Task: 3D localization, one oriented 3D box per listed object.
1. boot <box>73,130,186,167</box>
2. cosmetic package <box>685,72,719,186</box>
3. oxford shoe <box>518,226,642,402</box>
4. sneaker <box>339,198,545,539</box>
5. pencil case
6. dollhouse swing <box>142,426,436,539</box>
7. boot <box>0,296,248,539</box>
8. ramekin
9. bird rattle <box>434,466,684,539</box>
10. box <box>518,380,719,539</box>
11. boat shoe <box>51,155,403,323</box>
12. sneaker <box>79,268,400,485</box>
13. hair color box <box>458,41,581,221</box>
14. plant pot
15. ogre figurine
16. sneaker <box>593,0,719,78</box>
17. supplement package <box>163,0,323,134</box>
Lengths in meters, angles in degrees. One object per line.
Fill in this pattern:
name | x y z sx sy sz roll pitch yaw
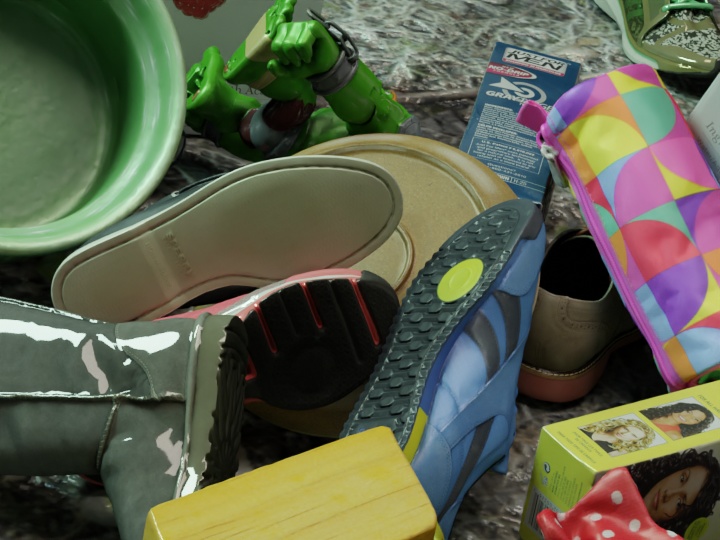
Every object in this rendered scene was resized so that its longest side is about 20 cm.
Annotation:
boot | -0.201 -0.076 1.594 0.200 0.073 0.090 -24 47 -40
cosmetic package | 0.290 -0.044 1.534 0.167 0.200 0.167 -14 60 -35
oxford shoe | 0.142 0.004 1.570 0.070 0.075 0.200 17 30 12
sneaker | 0.055 0.056 1.395 0.066 0.078 0.201 -7 48 49
pencil case | 0.169 -0.019 1.495 0.088 0.088 0.201 -13 65 -36
dollhouse swing | -0.008 0.206 1.052 0.181 0.201 0.176 -17 39 -39
boot | -0.161 0.093 1.308 0.199 0.073 0.183 2 66 12
ramekin | -0.207 -0.098 1.515 0.199 0.201 0.098 -1 -11 -20
bird rattle | 0.081 0.181 1.268 0.199 0.113 0.163 10 39 -29
box | 0.181 0.105 1.416 0.199 0.076 0.050 -13 37 -33
boat shoe | -0.071 -0.018 1.449 0.199 0.075 0.066 -24 12 10
sneaker | -0.077 0.040 1.407 0.199 0.074 0.087 -22 27 -15
hair color box | 0.088 -0.051 1.620 0.060 0.100 0.200 14 31 4
plant pot | 0.000 0.000 1.475 0.199 0.028 0.201 -6 57 9
ogre figurine | -0.038 -0.092 1.602 0.120 0.200 0.098 36 47 -18
sneaker | 0.226 -0.207 1.941 0.076 0.089 0.200 -2 33 -21
supplement package | -0.091 -0.202 1.717 0.121 0.201 0.120 1 31 -15
